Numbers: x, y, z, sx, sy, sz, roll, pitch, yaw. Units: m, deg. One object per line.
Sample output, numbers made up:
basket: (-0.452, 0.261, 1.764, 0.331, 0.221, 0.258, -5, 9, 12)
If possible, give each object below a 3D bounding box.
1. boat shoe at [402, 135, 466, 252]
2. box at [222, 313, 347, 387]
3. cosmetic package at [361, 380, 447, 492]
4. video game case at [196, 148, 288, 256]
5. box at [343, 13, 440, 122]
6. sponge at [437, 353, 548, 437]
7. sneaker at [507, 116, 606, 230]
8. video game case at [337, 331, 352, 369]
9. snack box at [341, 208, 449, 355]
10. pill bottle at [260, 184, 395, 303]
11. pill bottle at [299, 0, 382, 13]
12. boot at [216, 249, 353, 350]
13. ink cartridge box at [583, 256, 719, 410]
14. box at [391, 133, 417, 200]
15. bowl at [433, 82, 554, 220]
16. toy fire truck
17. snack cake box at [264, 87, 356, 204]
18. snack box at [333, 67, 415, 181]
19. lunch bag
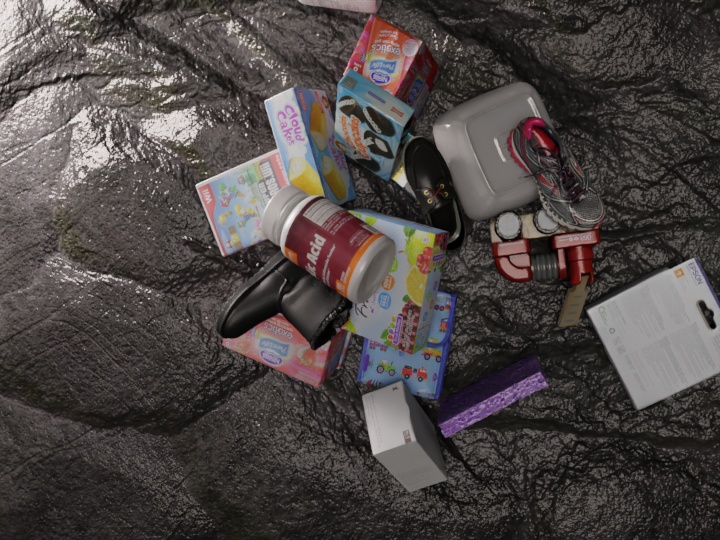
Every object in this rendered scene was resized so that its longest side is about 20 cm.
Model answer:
boat shoe: (0.126, -0.124, 1.028, 0.073, 0.063, 0.204, -25, 119, -3)
box: (-0.133, 0.115, 1.124, 0.197, 0.103, 0.096, 21, 108, 13)
cosmetic package: (0.079, 0.291, 1.082, 0.080, 0.114, 0.201, -22, 137, 11)
video game case: (-0.194, -0.128, 1.169, 0.197, 0.017, 0.145, -20, 94, 12)
box: (0.056, -0.319, 1.012, 0.095, 0.200, 0.101, 30, 101, 11)
sponge: (0.228, 0.216, 1.099, 0.198, 0.112, 0.030, -31, 94, 13)
sneaker: (0.302, -0.145, 0.961, 0.080, 0.075, 0.201, -41, 89, -4)
video game case: (-0.069, 0.063, 1.155, 0.141, 0.017, 0.203, 23, 108, 13)
snack box: (0.045, 0.015, 1.046, 0.166, 0.067, 0.204, 18, 105, 28)
pill bottle: (-0.053, -0.046, 0.986, 0.198, 0.114, 0.116, 32, 102, 20)
pill bottle: (-0.060, -0.505, 1.054, 0.196, 0.114, 0.117, 11, 99, 8)
boot: (-0.119, 0.070, 1.025, 0.162, 0.074, 0.199, 36, 72, 23)
ink cartridge box: (0.516, 0.106, 1.070, 0.198, 0.041, 0.202, -28, 92, 12)
box: (0.088, -0.187, 1.103, 0.199, 0.049, 0.083, 40, 102, 3)
bowl: (0.239, -0.202, 1.036, 0.197, 0.075, 0.203, -23, 93, -7)
toy fire truck: (0.316, -0.002, 1.063, 0.173, 0.129, 0.204, -8, 86, 11)
snack cake box: (-0.084, -0.207, 1.092, 0.066, 0.115, 0.204, -14, 96, 29)
snack box: (0.016, -0.222, 0.988, 0.115, 0.200, 0.037, 34, 75, 5)
lunch bag: (0.089, 0.114, 1.134, 0.148, 0.094, 0.204, 10, 88, 12)
